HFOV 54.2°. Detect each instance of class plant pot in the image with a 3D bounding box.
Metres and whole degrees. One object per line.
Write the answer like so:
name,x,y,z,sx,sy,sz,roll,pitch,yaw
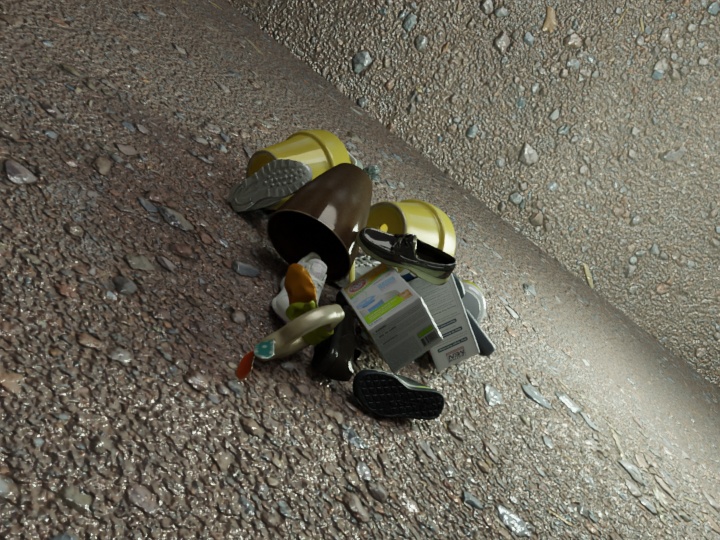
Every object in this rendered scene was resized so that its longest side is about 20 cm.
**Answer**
plant pot,-0.058,-0.114,1.399,0.186,0.187,0.201,35,55,-5
plant pot,-0.150,-0.217,1.604,0.188,0.202,0.201,-15,53,-48
plant pot,0.094,-0.077,1.629,0.201,0.201,0.188,48,16,29

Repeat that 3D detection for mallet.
mallet,-0.025,-0.014,1.439,0.065,0.041,0.203,8,68,-42

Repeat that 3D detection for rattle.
rattle,-0.130,0.068,1.078,0.198,0.130,0.145,-17,87,-39

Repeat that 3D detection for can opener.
can opener,0.232,0.089,1.525,0.201,0.067,0.053,53,-12,-1

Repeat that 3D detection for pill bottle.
pill bottle,0.240,0.082,1.653,0.111,0.112,0.200,39,8,6

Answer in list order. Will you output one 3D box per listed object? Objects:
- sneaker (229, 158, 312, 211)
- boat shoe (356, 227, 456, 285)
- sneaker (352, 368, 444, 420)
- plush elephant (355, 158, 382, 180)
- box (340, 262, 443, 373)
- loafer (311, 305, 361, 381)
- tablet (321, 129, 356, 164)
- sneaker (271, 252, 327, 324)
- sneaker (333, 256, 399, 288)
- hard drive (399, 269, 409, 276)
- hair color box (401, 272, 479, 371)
sneaker,-0.177,-0.177,1.461,0.080,0.198,0.078,1,75,-62
boat shoe,0.089,-0.041,1.326,0.197,0.065,0.074,22,42,-13
sneaker,0.055,0.213,1.206,0.198,0.073,0.082,24,-3,-33
plush elephant,-0.042,-0.207,1.840,0.196,0.165,0.157,3,66,-2
box,0.052,0.079,1.294,0.102,0.112,0.200,59,-3,-25
loafer,-0.036,0.131,1.208,0.071,0.073,0.201,43,23,-13
tablet,-0.087,-0.218,1.684,0.014,0.201,0.130,-16,53,-47
sneaker,-0.104,0.032,1.249,0.074,0.100,0.201,32,22,-18
sneaker,0.000,0.000,1.515,0.198,0.087,0.075,20,28,-38
hard drive,0.169,0.086,1.526,0.201,0.025,0.132,56,-13,-14
hair color box,0.160,0.090,1.425,0.061,0.099,0.203,-126,-166,-76
